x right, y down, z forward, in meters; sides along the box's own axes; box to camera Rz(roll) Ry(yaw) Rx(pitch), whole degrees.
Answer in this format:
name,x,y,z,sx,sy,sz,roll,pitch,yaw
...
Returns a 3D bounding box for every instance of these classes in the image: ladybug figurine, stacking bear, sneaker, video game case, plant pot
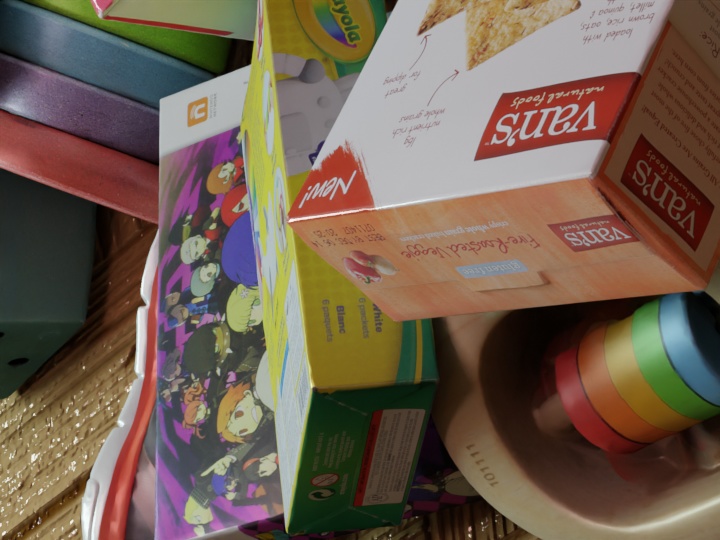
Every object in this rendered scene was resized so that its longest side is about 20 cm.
name,x,y,z,sx,sy,sz,roll,pitch,yaw
ladybug figurine,0.104,0.021,0.825,0.200,0.072,0.136,-24,100,47
stacking bear,-0.099,-0.131,1.180,0.121,0.113,0.201,21,92,55
sneaker,-0.049,0.045,1.088,0.081,0.077,0.201,7,73,24
video game case,0.000,0.000,1.001,0.181,0.036,0.201,-17,60,31
plant pot,-0.212,-0.044,1.282,0.141,0.141,0.201,-40,59,45

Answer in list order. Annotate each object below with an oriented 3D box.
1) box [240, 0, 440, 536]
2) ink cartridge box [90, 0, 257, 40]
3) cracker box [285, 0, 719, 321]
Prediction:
name,x,y,z,sx,sy,sz,roll,pitch,yaw
box,-0.012,-0.022,0.921,0.118,0.048,0.201,102,161,-60
ink cartridge box,-0.071,-0.195,1.018,0.084,0.144,0.201,-38,68,29
cracker box,0.074,-0.084,0.785,0.134,0.058,0.201,-8,49,49
